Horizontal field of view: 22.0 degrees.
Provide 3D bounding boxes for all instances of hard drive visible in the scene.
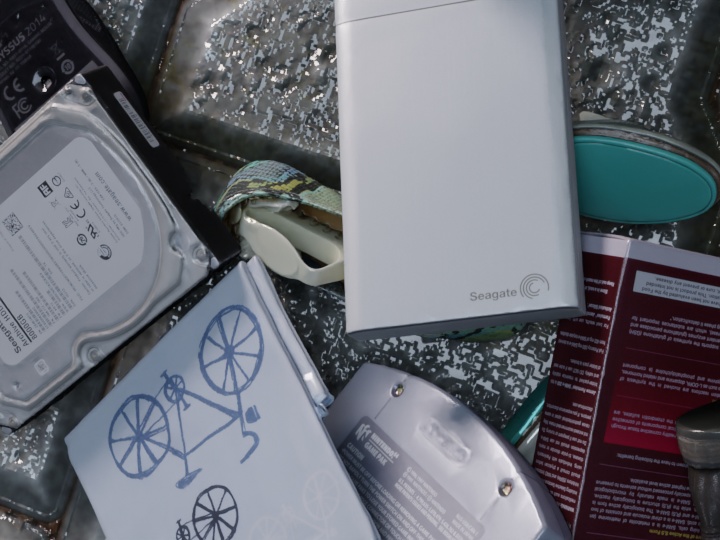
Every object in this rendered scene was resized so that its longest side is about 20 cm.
[{"bbox_3d":[0.053,-0.067,1.030,0.131,0.027,0.201,-7,75,17],"label":"hard drive"},{"bbox_3d":[-0.184,-0.009,1.109,0.200,0.038,0.140,-36,89,28],"label":"hard drive"}]

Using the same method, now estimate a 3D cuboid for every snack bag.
[{"bbox_3d":[-0.080,0.124,1.072,0.189,0.021,0.201,-43,61,27],"label":"snack bag"}]

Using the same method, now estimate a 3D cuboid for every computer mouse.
[{"bbox_3d":[-0.189,-0.134,1.147,0.138,0.053,0.201,-33,79,15],"label":"computer mouse"}]

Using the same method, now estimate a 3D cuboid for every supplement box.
[{"bbox_3d":[0.158,0.088,1.019,0.108,0.061,0.201,11,90,-25],"label":"supplement box"}]

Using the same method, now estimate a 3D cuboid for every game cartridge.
[{"bbox_3d":[0.030,0.136,1.030,0.134,0.040,0.200,-54,38,4],"label":"game cartridge"}]

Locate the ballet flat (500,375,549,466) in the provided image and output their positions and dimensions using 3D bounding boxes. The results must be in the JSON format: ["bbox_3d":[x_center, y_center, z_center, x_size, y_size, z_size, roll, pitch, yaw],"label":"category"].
[{"bbox_3d":[0.072,0.147,1.067,0.069,0.069,0.200,45,97,12],"label":"ballet flat"}]

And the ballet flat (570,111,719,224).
[{"bbox_3d":[0.110,-0.067,1.064,0.199,0.064,0.068,0,131,15],"label":"ballet flat"}]

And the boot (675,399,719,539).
[{"bbox_3d":[0.253,0.149,1.005,0.199,0.069,0.175,-10,100,-14],"label":"boot"}]

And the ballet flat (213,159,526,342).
[{"bbox_3d":[0.000,0.000,1.082,0.199,0.074,0.075,22,93,18],"label":"ballet flat"}]
